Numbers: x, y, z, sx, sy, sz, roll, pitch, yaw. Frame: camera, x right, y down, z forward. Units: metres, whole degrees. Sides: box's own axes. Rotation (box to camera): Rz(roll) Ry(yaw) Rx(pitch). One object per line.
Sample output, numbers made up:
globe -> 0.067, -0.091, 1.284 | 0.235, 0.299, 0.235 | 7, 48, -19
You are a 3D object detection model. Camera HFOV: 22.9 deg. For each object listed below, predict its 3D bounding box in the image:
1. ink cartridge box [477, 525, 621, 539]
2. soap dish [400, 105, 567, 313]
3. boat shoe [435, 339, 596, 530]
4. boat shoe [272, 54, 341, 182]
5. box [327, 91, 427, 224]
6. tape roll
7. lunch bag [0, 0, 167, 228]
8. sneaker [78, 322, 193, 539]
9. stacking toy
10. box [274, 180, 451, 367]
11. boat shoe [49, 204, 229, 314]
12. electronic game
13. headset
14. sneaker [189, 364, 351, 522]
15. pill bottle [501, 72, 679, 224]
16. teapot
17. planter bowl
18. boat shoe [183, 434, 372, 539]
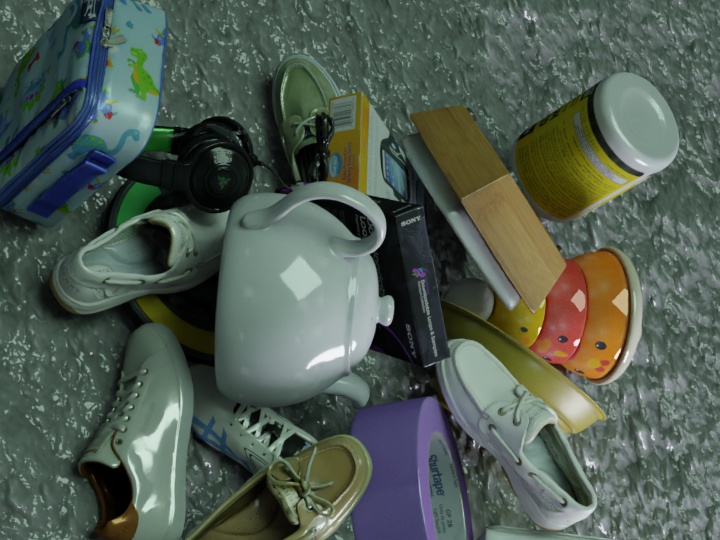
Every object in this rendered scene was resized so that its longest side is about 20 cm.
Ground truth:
ink cartridge box -> 0.172, 0.347, 1.624 | 0.145, 0.083, 0.200 | 8, 66, -6
soap dish -> 0.124, -0.068, 1.776 | 0.157, 0.081, 0.200 | 54, 6, -31
boat shoe -> 0.147, 0.140, 1.602 | 0.071, 0.069, 0.200 | -38, 92, -35
boat shoe -> -0.042, -0.124, 1.741 | 0.062, 0.072, 0.200 | 55, 19, -76
box -> 0.020, -0.072, 1.752 | 0.200, 0.041, 0.119 | 54, 32, -54
tape roll -> 0.048, 0.216, 1.577 | 0.200, 0.066, 0.200 | -11, 90, -76
lunch bag -> -0.242, -0.135, 1.495 | 0.082, 0.200, 0.161 | 22, 55, -29
sneaker -> -0.191, 0.132, 1.485 | 0.085, 0.073, 0.200 | 15, 60, -37
stacking toy -> 0.179, 0.041, 1.841 | 0.200, 0.146, 0.146 | 5, 63, -18
box -> 0.000, 0.000, 1.603 | 0.036, 0.200, 0.143 | -22, 110, -31
boat shoe -> -0.171, -0.019, 1.539 | 0.200, 0.069, 0.071 | -26, 80, -39
electronic game -> -0.146, -0.008, 1.622 | 0.200, 0.042, 0.200 | 19, 56, -32
headset -> -0.126, -0.109, 1.580 | 0.200, 0.094, 0.124 | 8, 19, -5
sneaker -> -0.080, 0.152, 1.572 | 0.200, 0.072, 0.072 | 44, 48, -12
pill bottle -> 0.232, -0.120, 1.894 | 0.112, 0.200, 0.113 | 20, 56, -32
teapot -> -0.044, 0.025, 1.518 | 0.146, 0.200, 0.198 | 4, 91, 2
planter bowl -> 0.134, 0.120, 1.732 | 0.200, 0.200, 0.084 | 38, 83, -19
boat shoe -> -0.076, 0.207, 1.469 | 0.200, 0.063, 0.073 | -39, 72, -3
